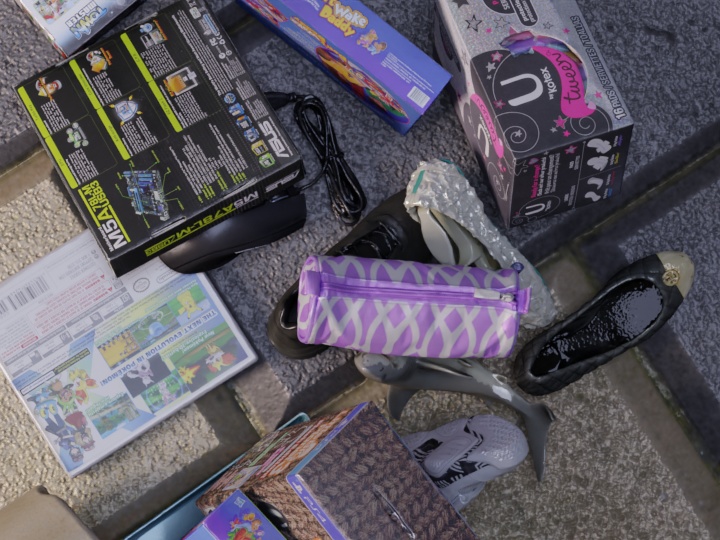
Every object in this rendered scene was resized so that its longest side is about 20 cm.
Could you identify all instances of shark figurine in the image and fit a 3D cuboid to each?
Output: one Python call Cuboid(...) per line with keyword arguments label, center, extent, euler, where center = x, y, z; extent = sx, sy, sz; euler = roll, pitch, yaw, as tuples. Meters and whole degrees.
Cuboid(label="shark figurine", center=(0.072, 0.111, 1.774), extent=(0.214, 0.128, 0.090), euler=(23, 109, -21))

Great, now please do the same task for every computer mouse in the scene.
Cuboid(label="computer mouse", center=(-0.100, -0.086, 1.763), extent=(0.200, 0.046, 0.141), euler=(-18, 87, -14))

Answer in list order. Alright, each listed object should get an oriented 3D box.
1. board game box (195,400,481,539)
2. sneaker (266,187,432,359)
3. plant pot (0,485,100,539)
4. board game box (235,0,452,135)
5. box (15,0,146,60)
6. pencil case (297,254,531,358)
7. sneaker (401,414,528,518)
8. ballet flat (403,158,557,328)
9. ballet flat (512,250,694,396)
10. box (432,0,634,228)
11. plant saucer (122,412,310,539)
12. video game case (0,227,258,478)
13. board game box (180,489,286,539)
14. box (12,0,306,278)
Cuboid(label="board game box", center=(-0.020, 0.214, 1.657), extent=(0.097, 0.200, 0.160), euler=(-43, 99, -30))
Cuboid(label="sneaker", center=(0.000, 0.000, 1.754), extent=(0.076, 0.091, 0.200), euler=(43, 81, 8))
Cuboid(label="plant pot", center=(-0.299, 0.288, 1.664), extent=(0.183, 0.200, 0.201), euler=(-41, 90, -18))
Cuboid(label="board game box", center=(-0.018, -0.206, 1.747), extent=(0.200, 0.134, 0.045), euler=(38, 83, -2))
Cuboid(label="box", center=(-0.223, -0.293, 1.782), extent=(0.200, 0.035, 0.110), euler=(-40, 90, -7))
Cuboid(label="pencil case", center=(0.044, 0.031, 1.674), extent=(0.199, 0.085, 0.084), euler=(2, 80, -11))
Cuboid(label="sneaker", center=(0.079, 0.198, 1.714), extent=(0.115, 0.200, 0.075), euler=(59, 39, -17))
Cuboid(label="ballet flat", center=(0.099, -0.009, 1.750), extent=(0.072, 0.072, 0.200), euler=(-41, 112, -7))
Cuboid(label="ballet flat", center=(0.226, 0.051, 1.790), extent=(0.200, 0.057, 0.067), euler=(-36, 92, -8))
Cuboid(label="box", center=(0.145, -0.161, 1.729), extent=(0.114, 0.132, 0.200), euler=(-18, 64, -8))
Cuboid(label="plant saucer", center=(-0.113, 0.211, 1.763), extent=(0.200, 0.019, 0.070), euler=(-35, 90, -7))
Cuboid(label="video game case", center=(-0.223, 0.056, 1.762), extent=(0.200, 0.022, 0.183), euler=(-32, 89, -8))
Cuboid(label="board game box", center=(-0.069, 0.286, 1.645), extent=(0.200, 0.134, 0.045), euler=(47, 59, 1))
Cuboid(label="box", center=(-0.178, -0.123, 1.738), extent=(0.193, 0.048, 0.200), euler=(-30, 69, -6))
